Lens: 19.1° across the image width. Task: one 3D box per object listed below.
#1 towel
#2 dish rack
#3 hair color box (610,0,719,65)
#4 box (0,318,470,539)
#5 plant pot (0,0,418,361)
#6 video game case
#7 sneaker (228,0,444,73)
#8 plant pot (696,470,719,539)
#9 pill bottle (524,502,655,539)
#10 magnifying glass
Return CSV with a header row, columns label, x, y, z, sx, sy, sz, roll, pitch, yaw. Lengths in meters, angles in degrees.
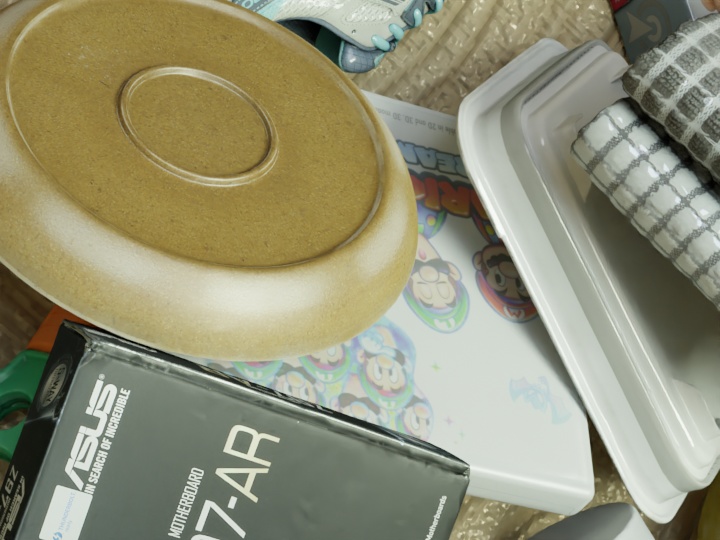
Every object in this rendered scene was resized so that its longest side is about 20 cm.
label,x,y,z,sx,sy,sz,roll,pitch,yaw
towel,0.193,-0.036,0.885,0.166,0.086,0.200,44,28,11
dish rack,0.123,-0.007,0.942,0.201,0.043,0.172,64,27,-8
hair color box,0.192,-0.095,1.043,0.098,0.061,0.201,-13,82,-27
box,-0.066,0.138,0.785,0.159,0.043,0.201,21,90,-22
plant pot,-0.066,-0.049,0.830,0.199,0.028,0.201,15,42,-14
video game case,0.000,0.000,0.885,0.199,0.024,0.183,14,52,-22
sneaker,0.005,-0.132,0.967,0.199,0.078,0.087,-8,92,-20
plant pot,0.252,0.131,0.928,0.200,0.189,0.202,-1,91,-32
pill bottle,0.127,0.204,0.898,0.112,0.112,0.201,-33,97,-28
magnifying glass,-0.134,0.052,0.853,0.200,0.079,0.022,-59,144,-35
